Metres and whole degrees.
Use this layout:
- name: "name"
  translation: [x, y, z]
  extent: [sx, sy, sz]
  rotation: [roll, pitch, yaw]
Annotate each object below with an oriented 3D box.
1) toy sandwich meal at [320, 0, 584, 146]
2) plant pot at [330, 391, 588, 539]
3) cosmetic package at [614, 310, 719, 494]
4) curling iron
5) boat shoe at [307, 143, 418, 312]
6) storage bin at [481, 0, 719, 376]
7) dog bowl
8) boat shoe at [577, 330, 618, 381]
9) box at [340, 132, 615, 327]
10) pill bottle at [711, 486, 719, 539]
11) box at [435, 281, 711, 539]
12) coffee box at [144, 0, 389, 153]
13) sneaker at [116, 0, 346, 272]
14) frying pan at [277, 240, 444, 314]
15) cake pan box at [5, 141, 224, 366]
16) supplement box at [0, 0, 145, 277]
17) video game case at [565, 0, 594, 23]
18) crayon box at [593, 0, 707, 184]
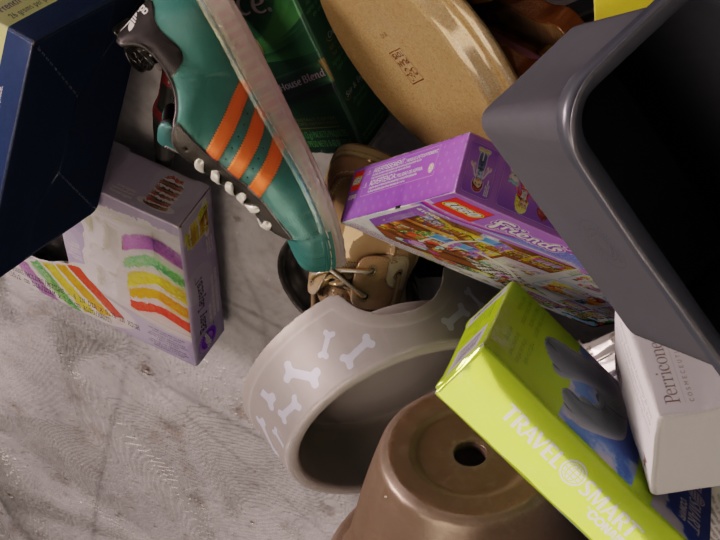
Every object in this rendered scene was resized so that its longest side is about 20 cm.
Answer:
- name: "toy sandwich meal"
  translation: [0.056, -0.136, 0.925]
  extent: [0.205, 0.070, 0.205]
  rotation: [47, 167, 14]
- name: "plant pot"
  translation: [0.070, 0.172, 1.029]
  extent: [0.200, 0.200, 0.175]
  rotation: [18, 135, 19]
- name: "cosmetic package"
  translation: [0.250, 0.054, 0.898]
  extent: [0.199, 0.102, 0.074]
  rotation: [-8, 134, -1]
- name: "curling iron"
  translation: [-0.136, -0.118, 1.089]
  extent: [0.050, 0.026, 0.200]
  rotation: [47, 165, 14]
- name: "boat shoe"
  translation: [0.000, 0.000, 1.070]
  extent: [0.071, 0.065, 0.200]
  rotation: [18, 142, 16]
- name: "storage bin"
  translation: [0.162, -0.047, 0.789]
  extent: [0.200, 0.146, 0.134]
  rotation: [51, 166, -20]
- name: "dog bowl"
  translation: [0.023, 0.082, 1.094]
  extent: [0.200, 0.200, 0.059]
  rotation: [101, 151, -50]
- name: "boat shoe"
  translation: [0.156, 0.076, 1.058]
  extent: [0.072, 0.066, 0.200]
  rotation: [26, 145, -25]
- name: "box"
  translation: [0.107, -0.019, 0.957]
  extent: [0.200, 0.039, 0.137]
  rotation: [22, 165, -25]
- name: "pill bottle"
  translation: [0.247, 0.135, 1.046]
  extent: [0.113, 0.113, 0.200]
  rotation: [45, 141, -15]
- name: "box"
  translation: [0.138, 0.106, 0.941]
  extent: [0.200, 0.122, 0.048]
  rotation: [44, 111, -3]
- name: "coffee box"
  translation: [-0.073, -0.163, 1.014]
  extent: [0.123, 0.044, 0.200]
  rotation: [2, 133, 35]
- name: "sneaker"
  translation: [-0.078, -0.079, 0.976]
  extent: [0.200, 0.080, 0.071]
  rotation: [63, 177, -14]
- name: "frying pan"
  translation: [0.011, -0.008, 1.131]
  extent: [0.115, 0.031, 0.190]
  rotation: [37, 139, -7]
- name: "cake pan box"
  translation: [-0.203, -0.030, 1.236]
  extent: [0.200, 0.052, 0.184]
  rotation: [25, 145, 15]
- name: "supplement box"
  translation: [-0.275, -0.137, 1.068]
  extent: [0.200, 0.134, 0.200]
  rotation: [30, 126, 12]
- name: "video game case"
  translation: [0.224, -0.090, 0.892]
  extent: [0.181, 0.026, 0.200]
  rotation: [-17, 120, 46]
- name: "crayon box"
  translation: [0.222, -0.099, 0.824]
  extent: [0.200, 0.051, 0.127]
  rotation: [15, 138, 23]
